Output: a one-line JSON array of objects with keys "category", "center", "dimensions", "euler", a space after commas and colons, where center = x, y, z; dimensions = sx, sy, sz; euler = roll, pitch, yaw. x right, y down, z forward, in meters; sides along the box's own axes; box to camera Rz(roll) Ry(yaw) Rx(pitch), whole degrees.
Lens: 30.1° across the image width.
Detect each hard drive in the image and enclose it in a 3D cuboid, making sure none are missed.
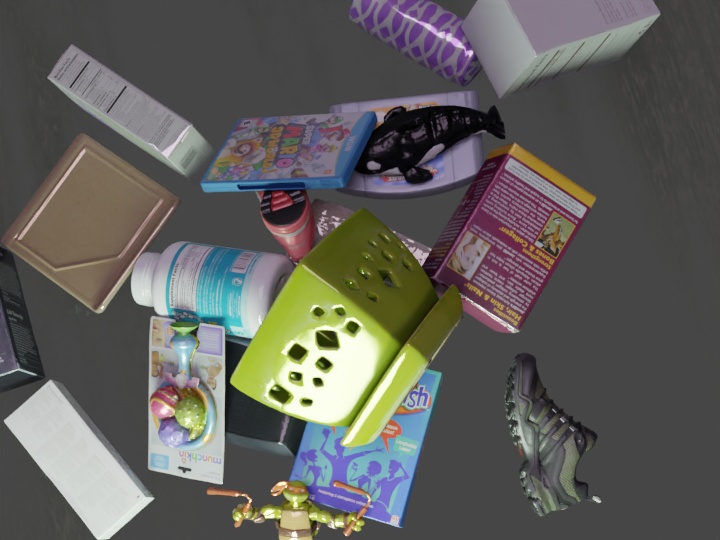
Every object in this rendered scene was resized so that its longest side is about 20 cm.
[{"category": "hard drive", "center": [-0.157, 0.150, 1.699], "dimensions": [0.200, 0.042, 0.135], "euler": [15, 81, 22]}]

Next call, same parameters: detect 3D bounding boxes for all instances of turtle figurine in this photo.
[{"category": "turtle figurine", "center": [-0.088, 0.323, 1.645], "dimensions": [0.200, 0.064, 0.162], "euler": [2, 102, -1]}]

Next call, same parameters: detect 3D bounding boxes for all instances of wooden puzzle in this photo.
[{"category": "wooden puzzle", "center": [-0.357, -0.063, 1.781], "dimensions": [0.200, 0.037, 0.185], "euler": [33, 84, 23]}]

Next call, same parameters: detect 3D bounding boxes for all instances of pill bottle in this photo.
[{"category": "pill bottle", "center": [-0.188, 0.023, 1.703], "dimensions": [0.200, 0.111, 0.111], "euler": [8, 80, 20]}]

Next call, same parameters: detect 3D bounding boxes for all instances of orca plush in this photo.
[{"category": "orca plush", "center": [0.084, -0.170, 1.702], "dimensions": [0.200, 0.071, 0.105], "euler": [-2, 79, 6]}]

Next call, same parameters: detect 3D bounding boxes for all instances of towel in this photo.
[{"category": "towel", "center": [0.000, 0.000, 1.733], "dimensions": [0.200, 0.034, 0.133], "euler": [27, 85, 12]}]

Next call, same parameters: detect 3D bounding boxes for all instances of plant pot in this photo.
[{"category": "plant pot", "center": [-0.004, 0.075, 1.566], "dimensions": [0.181, 0.200, 0.199], "euler": [34, 121, 5]}]

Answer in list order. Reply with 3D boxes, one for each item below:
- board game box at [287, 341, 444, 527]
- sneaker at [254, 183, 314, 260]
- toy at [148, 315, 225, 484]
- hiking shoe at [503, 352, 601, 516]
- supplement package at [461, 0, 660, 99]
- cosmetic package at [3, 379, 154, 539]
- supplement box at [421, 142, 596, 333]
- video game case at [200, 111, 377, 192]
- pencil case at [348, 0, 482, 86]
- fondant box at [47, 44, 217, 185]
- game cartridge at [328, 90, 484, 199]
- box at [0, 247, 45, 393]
[{"category": "board game box", "center": [0.007, 0.206, 1.685], "dimensions": [0.152, 0.045, 0.200], "euler": [14, 80, 10]}, {"category": "sneaker", "center": [-0.100, -0.085, 1.723], "dimensions": [0.074, 0.087, 0.200], "euler": [-17, 38, 3]}, {"category": "toy", "center": [-0.227, 0.163, 1.664], "dimensions": [0.115, 0.047, 0.200], "euler": [6, 96, 28]}, {"category": "hiking shoe", "center": [0.238, 0.197, 1.654], "dimensions": [0.100, 0.076, 0.200], "euler": [-10, 87, -4]}, {"category": "supplement package", "center": [0.251, -0.316, 1.688], "dimensions": [0.200, 0.117, 0.117], "euler": [-20, 76, -24]}, {"category": "cosmetic package", "center": [-0.360, 0.242, 1.719], "dimensions": [0.083, 0.051, 0.200], "euler": [-41, 77, 0]}, {"category": "supplement box", "center": [0.180, -0.039, 1.668], "dimensions": [0.131, 0.103, 0.200], "euler": [33, 83, -9]}, {"category": "video game case", "center": [-0.091, -0.153, 1.715], "dimensions": [0.200, 0.018, 0.143], "euler": [0, 41, 23]}, {"category": "pencil case", "center": [0.079, -0.322, 1.767], "dimensions": [0.200, 0.084, 0.085], "euler": [35, 45, 11]}, {"category": "fondant box", "center": [-0.295, -0.201, 1.751], "dimensions": [0.200, 0.144, 0.058], "euler": [35, 86, 12]}, {"category": "game cartridge", "center": [0.061, -0.162, 1.758], "dimensions": [0.200, 0.042, 0.133], "euler": [-6, 74, 6]}, {"category": "box", "center": [-0.539, 0.081, 1.745], "dimensions": [0.200, 0.104, 0.182], "euler": [-18, 78, 3]}]
